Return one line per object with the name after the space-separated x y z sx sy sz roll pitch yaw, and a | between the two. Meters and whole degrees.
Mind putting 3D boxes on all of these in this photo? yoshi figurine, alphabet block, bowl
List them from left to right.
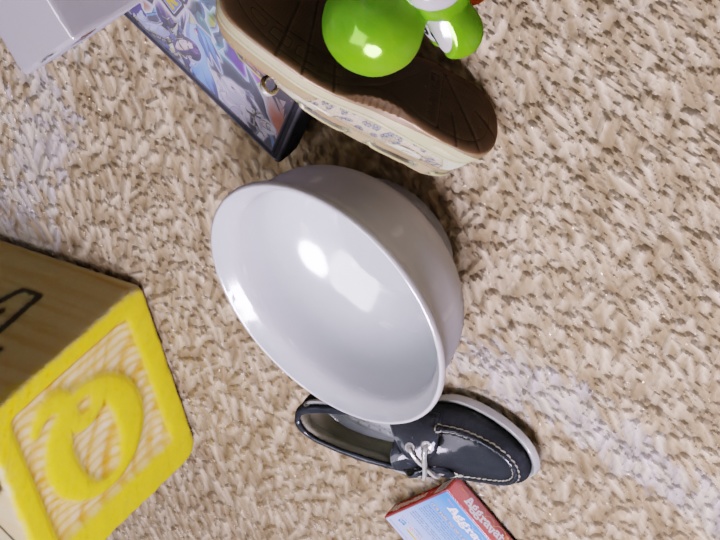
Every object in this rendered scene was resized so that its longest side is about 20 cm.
-0.291 0.115 1.804 0.199 0.196 0.196 17 138 35 | alphabet block
-0.001 -0.186 1.199 0.111 0.113 0.200 -13 128 25 | yoshi figurine
0.000 0.000 1.462 0.200 0.090 0.202 28 142 24 | bowl

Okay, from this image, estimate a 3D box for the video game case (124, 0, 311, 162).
-0.088 -0.187 1.409 0.181 0.025 0.200 44 148 8 | video game case

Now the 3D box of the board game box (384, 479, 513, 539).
0.111 0.252 1.668 0.200 0.019 0.103 50 148 -5 | board game box

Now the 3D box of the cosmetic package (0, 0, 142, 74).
-0.240 -0.246 1.461 0.201 0.074 0.102 59 151 -9 | cosmetic package

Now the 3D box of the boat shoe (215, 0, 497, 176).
-0.011 -0.114 1.318 0.199 0.074 0.063 30 144 -19 | boat shoe

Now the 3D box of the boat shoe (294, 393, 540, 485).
0.040 0.126 1.576 0.199 0.060 0.076 13 135 39 | boat shoe
